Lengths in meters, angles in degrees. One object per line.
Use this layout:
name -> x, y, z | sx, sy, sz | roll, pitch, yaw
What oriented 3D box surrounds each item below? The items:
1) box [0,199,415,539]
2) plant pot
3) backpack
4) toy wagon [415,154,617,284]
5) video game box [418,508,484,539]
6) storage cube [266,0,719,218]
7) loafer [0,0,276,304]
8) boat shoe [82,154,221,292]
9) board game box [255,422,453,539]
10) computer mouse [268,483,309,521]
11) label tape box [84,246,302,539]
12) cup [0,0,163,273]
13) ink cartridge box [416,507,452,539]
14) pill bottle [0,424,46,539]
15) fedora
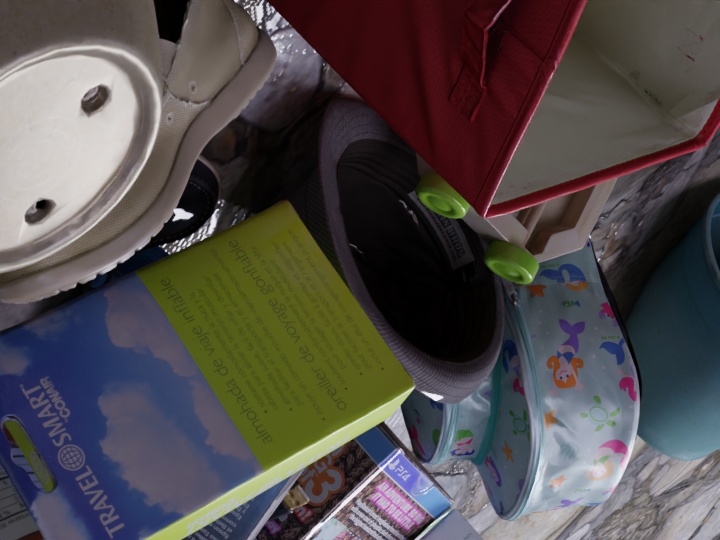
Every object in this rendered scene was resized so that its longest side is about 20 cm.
box -> -0.086, 0.057, 0.767 | 0.199, 0.122, 0.048 | -27, 162, -31
plant pot -> 0.316, 0.061, 1.387 | 0.199, 0.201, 0.188 | -15, 157, -44
backpack -> 0.102, 0.060, 1.065 | 0.149, 0.201, 0.178 | -10, 143, -17
toy wagon -> 0.083, -0.096, 0.929 | 0.200, 0.039, 0.156 | 41, 68, -35
video game box -> -0.005, 0.278, 1.214 | 0.182, 0.047, 0.200 | -41, 172, -29
storage cube -> 0.085, -0.160, 0.748 | 0.199, 0.180, 0.172 | -17, 143, -40
loafer -> -0.107, -0.063, 0.692 | 0.075, 0.068, 0.200 | -15, -150, 36
boat shoe -> -0.134, -0.026, 0.765 | 0.199, 0.062, 0.075 | -1, 129, -55
board game box -> -0.053, 0.179, 1.127 | 0.200, 0.097, 0.160 | -43, 153, -3
computer mouse -> -0.073, 0.125, 0.965 | 0.140, 0.046, 0.200 | 24, 134, -38
label tape box -> -0.119, 0.107, 0.875 | 0.201, 0.144, 0.063 | -55, 176, 21
cup -> -0.152, -0.081, 0.572 | 0.200, 0.143, 0.201 | -32, 151, -20
ink cartridge box -> 0.005, 0.281, 1.406 | 0.145, 0.048, 0.201 | -30, 150, -25
pill bottle -> -0.185, 0.142, 0.779 | 0.112, 0.200, 0.113 | -32, 151, -20
fedora -> 0.000, 0.000, 0.919 | 0.090, 0.178, 0.200 | -22, 163, 28
